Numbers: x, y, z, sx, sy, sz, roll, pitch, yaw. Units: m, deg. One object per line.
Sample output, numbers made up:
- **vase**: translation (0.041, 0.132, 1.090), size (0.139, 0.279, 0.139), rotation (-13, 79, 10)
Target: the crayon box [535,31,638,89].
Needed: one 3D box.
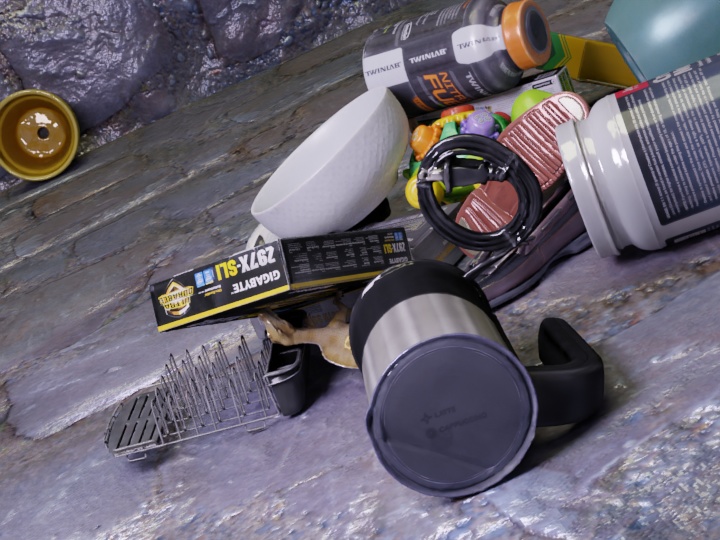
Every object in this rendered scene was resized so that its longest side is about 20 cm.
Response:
- **crayon box**: translation (0.302, -0.248, 1.712), size (0.126, 0.051, 0.200), rotation (9, 12, -13)

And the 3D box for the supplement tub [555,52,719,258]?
- **supplement tub**: translation (0.281, -0.101, 1.220), size (0.198, 0.141, 0.141), rotation (-20, 16, 13)

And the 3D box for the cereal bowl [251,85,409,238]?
- **cereal bowl**: translation (-0.021, -0.102, 1.534), size (0.200, 0.083, 0.200), rotation (-39, 15, 13)

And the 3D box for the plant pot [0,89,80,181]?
- **plant pot**: translation (-0.731, -0.310, 3.222), size (0.199, 0.202, 0.189), rotation (-24, 10, -2)

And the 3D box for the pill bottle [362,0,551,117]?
- **pill bottle**: translation (0.108, -0.238, 1.559), size (0.199, 0.107, 0.106), rotation (-11, 20, 36)

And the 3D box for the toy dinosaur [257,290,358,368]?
- **toy dinosaur**: translation (0.012, 0.062, 1.246), size (0.198, 0.059, 0.101), rotation (8, 26, 13)

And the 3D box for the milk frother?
- **milk frother**: translation (0.070, 0.024, 1.022), size (0.179, 0.202, 0.188), rotation (-19, 16, 0)

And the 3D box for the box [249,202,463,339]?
- **box**: translation (0.000, 0.000, 1.462), size (0.199, 0.049, 0.158), rotation (-13, 19, 34)

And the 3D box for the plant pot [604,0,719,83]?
- **plant pot**: translation (0.362, -0.262, 1.533), size (0.160, 0.201, 0.201), rotation (-34, 15, 9)

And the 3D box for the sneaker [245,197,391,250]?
- **sneaker**: translation (-0.047, -0.045, 1.623), size (0.087, 0.076, 0.200), rotation (-5, 25, 48)

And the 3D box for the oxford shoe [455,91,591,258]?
- **oxford shoe**: translation (0.164, -0.097, 1.371), size (0.074, 0.071, 0.200), rotation (-20, -26, -50)

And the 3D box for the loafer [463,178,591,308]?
- **loafer**: translation (0.149, -0.027, 1.310), size (0.199, 0.063, 0.072), rotation (-31, 17, -24)

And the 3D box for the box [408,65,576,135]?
- **box**: translation (0.158, -0.151, 1.607), size (0.198, 0.111, 0.035), rotation (-12, 19, 34)

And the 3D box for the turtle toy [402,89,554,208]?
- **turtle toy**: translation (0.135, -0.130, 1.518), size (0.198, 0.102, 0.146), rotation (-12, 1, 22)

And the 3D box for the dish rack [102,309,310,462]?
- **dish rack**: translation (-0.139, 0.106, 1.294), size (0.198, 0.055, 0.154), rotation (-15, 16, 6)

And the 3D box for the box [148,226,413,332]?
- **box**: translation (-0.069, 0.007, 1.291), size (0.159, 0.050, 0.199), rotation (-16, -5, 34)
